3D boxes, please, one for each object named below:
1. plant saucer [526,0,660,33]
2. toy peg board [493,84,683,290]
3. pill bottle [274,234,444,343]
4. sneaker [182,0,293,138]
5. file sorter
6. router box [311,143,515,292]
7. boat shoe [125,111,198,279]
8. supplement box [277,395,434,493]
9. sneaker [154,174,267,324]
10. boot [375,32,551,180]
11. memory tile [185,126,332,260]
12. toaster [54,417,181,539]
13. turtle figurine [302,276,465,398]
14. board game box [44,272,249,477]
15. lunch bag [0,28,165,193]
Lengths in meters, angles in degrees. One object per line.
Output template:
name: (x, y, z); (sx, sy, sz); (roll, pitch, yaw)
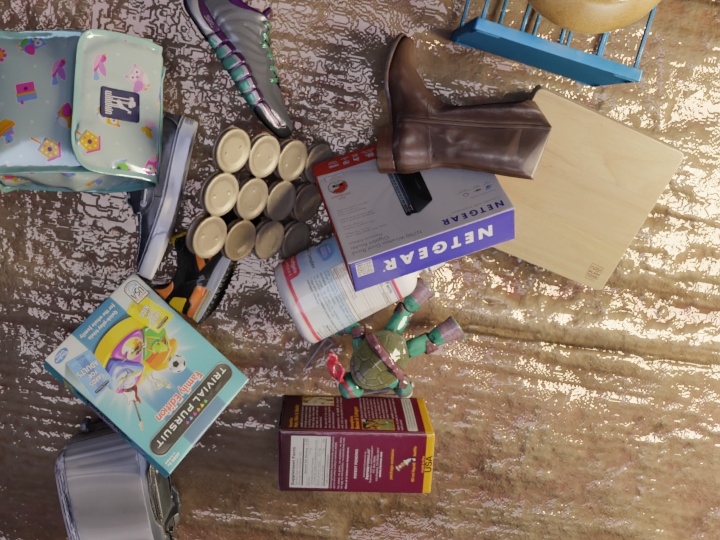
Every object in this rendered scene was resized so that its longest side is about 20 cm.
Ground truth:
plant saucer: (0.238, -0.332, 0.772); (0.196, 0.035, 0.204); (-3, 108, -9)
toy peg board: (0.257, -0.113, 1.014); (0.197, 0.098, 0.201); (21, 117, -8)
pill bottle: (0.000, 0.000, 1.003); (0.198, 0.109, 0.110); (-27, 104, 2)
sneaker: (-0.123, -0.259, 0.954); (0.087, 0.074, 0.201); (-34, 102, 0)
file sorter: (0.225, -0.303, 0.932); (0.196, 0.139, 0.125); (16, 99, -7)
router box: (0.059, -0.083, 0.946); (0.197, 0.181, 0.049); (-19, 137, -4)
boat shoe: (-0.254, -0.093, 0.984); (0.067, 0.072, 0.204); (14, 100, -9)
supplement box: (-0.008, 0.226, 1.055); (0.196, 0.110, 0.087); (2, 104, -4)
sneaker: (-0.189, -0.038, 1.003); (0.089, 0.070, 0.203); (27, 97, 0)
boot: (0.124, -0.193, 0.932); (0.196, 0.064, 0.190); (1, 75, 19)
memory tile: (-0.115, -0.085, 0.953); (0.017, 0.199, 0.156); (25, 105, 33)
toaster: (-0.312, 0.286, 1.050); (0.127, 0.114, 0.204); (-7, 102, 2)
turtle figurine: (0.031, 0.109, 1.041); (0.199, 0.101, 0.151); (-38, 103, 0)
board game box: (-0.261, 0.127, 0.993); (0.200, 0.047, 0.151); (42, 62, -3)
lunch bag: (-0.322, -0.178, 0.916); (0.196, 0.122, 0.174); (0, 82, -3)
